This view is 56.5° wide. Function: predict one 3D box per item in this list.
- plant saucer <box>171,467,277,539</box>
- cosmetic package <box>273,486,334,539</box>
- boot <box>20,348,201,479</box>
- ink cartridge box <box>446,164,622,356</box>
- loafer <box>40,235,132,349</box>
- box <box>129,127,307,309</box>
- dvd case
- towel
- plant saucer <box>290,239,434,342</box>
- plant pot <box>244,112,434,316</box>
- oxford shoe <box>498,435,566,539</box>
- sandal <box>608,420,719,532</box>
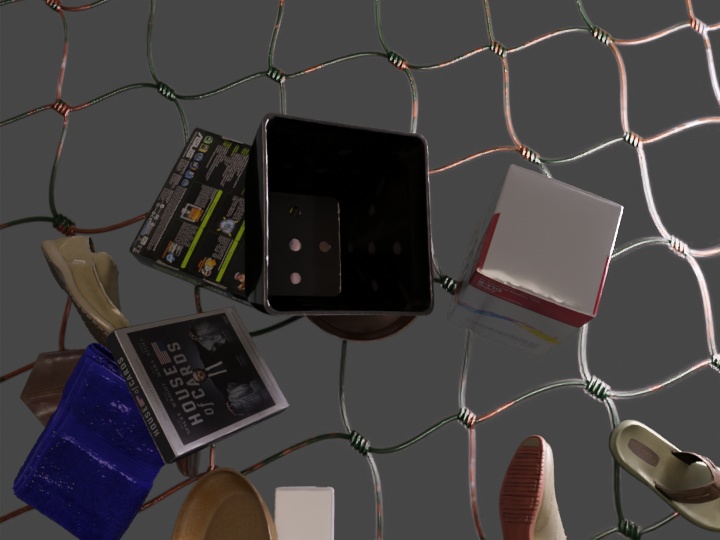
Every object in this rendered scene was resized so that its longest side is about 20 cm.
[{"bbox_3d":[-0.144,0.321,0.728,0.035,0.198,0.205,19,65,-42],"label":"plant saucer"},{"bbox_3d":[-0.067,0.348,0.746,0.072,0.102,0.205,1,71,-7],"label":"cosmetic package"},{"bbox_3d":[-0.298,0.174,0.804,0.195,0.064,0.190,-11,71,-7],"label":"boot"},{"bbox_3d":[0.207,-0.003,0.836,0.142,0.201,0.148,20,70,4],"label":"ink cartridge box"},{"bbox_3d":[-0.327,0.017,0.825,0.068,0.076,0.200,-32,58,-24],"label":"loafer"},{"bbox_3d":[-0.176,-0.073,0.888,0.189,0.048,0.203,19,71,9],"label":"box"},{"bbox_3d":[-0.181,0.122,0.776,0.025,0.199,0.152,-37,77,25],"label":"dvd case"},{"bbox_3d":[-0.295,0.204,0.754,0.146,0.050,0.202,33,99,4],"label":"towel"},{"bbox_3d":[0.000,0.000,0.902,0.195,0.035,0.205,2,71,-5],"label":"plant saucer"},{"bbox_3d":[-0.047,-0.043,0.774,0.196,0.177,0.205,2,81,-28],"label":"plant pot"},{"bbox_3d":[0.214,0.307,0.813,0.073,0.071,0.204,18,73,-21],"label":"oxford shoe"},{"bbox_3d":[0.408,0.261,0.841,0.198,0.057,0.081,30,72,5],"label":"sandal"}]
